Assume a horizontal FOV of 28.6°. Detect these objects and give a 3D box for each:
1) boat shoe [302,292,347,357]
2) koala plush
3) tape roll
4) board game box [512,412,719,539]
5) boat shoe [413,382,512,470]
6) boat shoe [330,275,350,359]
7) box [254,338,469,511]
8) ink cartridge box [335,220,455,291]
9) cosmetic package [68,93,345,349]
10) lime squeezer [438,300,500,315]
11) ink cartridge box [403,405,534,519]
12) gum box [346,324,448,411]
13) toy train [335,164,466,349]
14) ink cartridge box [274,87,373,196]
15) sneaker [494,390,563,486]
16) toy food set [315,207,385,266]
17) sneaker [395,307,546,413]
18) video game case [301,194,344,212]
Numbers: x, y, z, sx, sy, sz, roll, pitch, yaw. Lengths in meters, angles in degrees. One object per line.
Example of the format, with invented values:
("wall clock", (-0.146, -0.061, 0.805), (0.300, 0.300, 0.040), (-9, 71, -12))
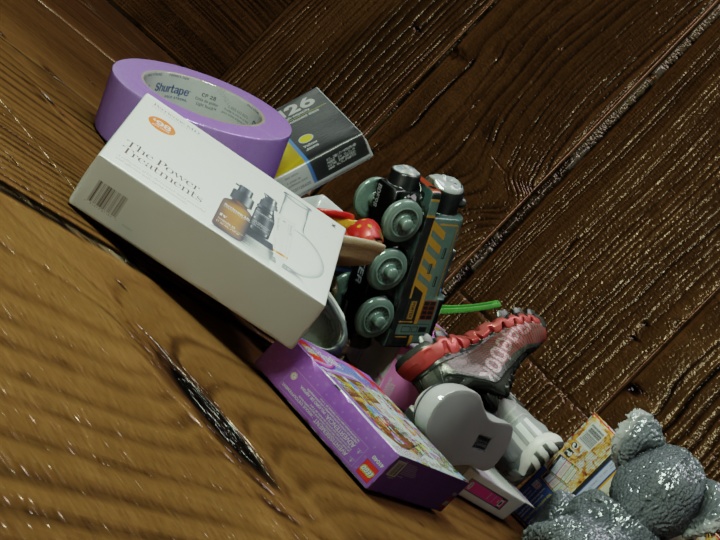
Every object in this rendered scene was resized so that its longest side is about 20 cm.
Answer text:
("boat shoe", (-0.086, -0.002, 1.191), (0.200, 0.076, 0.060), (39, -14, -6))
("koala plush", (0.288, 0.263, 1.485), (0.177, 0.200, 0.184), (46, 4, 19))
("tape roll", (-0.176, -0.154, 1.499), (0.199, 0.066, 0.200), (20, 20, -7))
("board game box", (0.287, 0.287, 1.612), (0.200, 0.152, 0.046), (46, 4, 19))
("boat shoe", (0.083, 0.136, 1.317), (0.066, 0.072, 0.200), (31, 2, 28))
("boat shoe", (-0.046, 0.036, 1.325), (0.075, 0.075, 0.202), (46, 3, 25))
("box", (0.005, 0.126, 1.141), (0.137, 0.039, 0.200), (46, 4, 24))
("ink cartridge box", (0.000, 0.000, 1.497), (0.199, 0.100, 0.039), (11, 17, -32))
("cosmetic package", (-0.111, -0.042, 1.096), (0.200, 0.052, 0.151), (34, 21, -10))
("lime squeezer", (0.065, 0.023, 1.598), (0.200, 0.071, 0.038), (29, -9, -25))
("ink cartridge box", (0.110, 0.206, 1.473), (0.095, 0.037, 0.200), (46, 6, 33))
("gum box", (0.050, 0.096, 1.582), (0.113, 0.066, 0.200), (24, 11, -22))
("toy train", (0.041, -0.011, 1.441), (0.114, 0.201, 0.085), (3, 23, -35))
("ink cartridge box", (-0.112, -0.137, 1.632), (0.200, 0.197, 0.047), (49, -13, 51))
("sneaker", (0.162, 0.174, 1.577), (0.116, 0.075, 0.200), (49, -13, 10))
("toy food set", (-0.075, -0.037, 1.336), (0.199, 0.049, 0.198), (6, -4, -21))
("sneaker", (0.129, 0.101, 1.465), (0.200, 0.071, 0.098), (-16, 69, -41))
("video game case", (-0.037, -0.014, 1.650), (0.200, 0.023, 0.182), (39, -28, -31))
